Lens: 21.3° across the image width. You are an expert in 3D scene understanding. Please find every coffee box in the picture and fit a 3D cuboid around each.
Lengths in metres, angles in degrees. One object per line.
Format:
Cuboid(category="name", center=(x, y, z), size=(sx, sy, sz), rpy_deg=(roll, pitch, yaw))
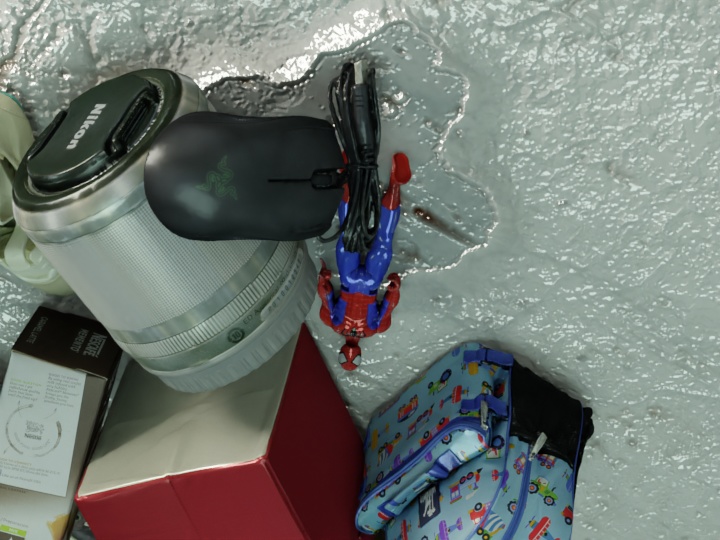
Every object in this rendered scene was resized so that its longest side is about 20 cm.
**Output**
Cuboid(category="coffee box", center=(-0.255, 0.145, 1.527), size=(0.079, 0.114, 0.201), rpy_deg=(16, 107, -4))

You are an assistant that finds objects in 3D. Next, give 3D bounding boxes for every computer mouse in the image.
Cuboid(category="computer mouse", center=(-0.054, -0.070, 1.304), size=(0.053, 0.199, 0.140), rpy_deg=(10, 105, 50))

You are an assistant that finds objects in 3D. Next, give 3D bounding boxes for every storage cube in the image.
Cuboid(category="storage cube", center=(-0.099, 0.177, 1.526), size=(0.170, 0.201, 0.181), rpy_deg=(-14, 121, 19))

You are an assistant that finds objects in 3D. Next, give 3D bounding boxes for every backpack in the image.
Cuboid(category="backpack", center=(0.084, 0.185, 1.500), size=(0.134, 0.201, 0.182), rpy_deg=(36, 127, -21))

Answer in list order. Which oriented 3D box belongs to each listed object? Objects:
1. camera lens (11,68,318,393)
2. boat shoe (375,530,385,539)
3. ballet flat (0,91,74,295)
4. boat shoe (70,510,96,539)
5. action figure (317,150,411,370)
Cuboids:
Cuboid(category="camera lens", center=(-0.141, -0.031, 1.377), size=(0.159, 0.161, 0.200), rpy_deg=(-21, 124, 24))
Cuboid(category="boat shoe", center=(-0.011, 0.257, 1.662), size=(0.199, 0.072, 0.072), rpy_deg=(-19, 124, 15))
Cuboid(category="ballet flat", center=(-0.263, -0.042, 1.449), size=(0.069, 0.070, 0.201), rpy_deg=(-7, 129, 14))
Cuboid(category="boat shoe", center=(-0.247, 0.182, 1.632), size=(0.200, 0.072, 0.065), rpy_deg=(37, 130, -14))
Cuboid(category="action figure", center=(0.000, 0.000, 1.460), size=(0.065, 0.052, 0.201), rpy_deg=(4, 132, -2))
